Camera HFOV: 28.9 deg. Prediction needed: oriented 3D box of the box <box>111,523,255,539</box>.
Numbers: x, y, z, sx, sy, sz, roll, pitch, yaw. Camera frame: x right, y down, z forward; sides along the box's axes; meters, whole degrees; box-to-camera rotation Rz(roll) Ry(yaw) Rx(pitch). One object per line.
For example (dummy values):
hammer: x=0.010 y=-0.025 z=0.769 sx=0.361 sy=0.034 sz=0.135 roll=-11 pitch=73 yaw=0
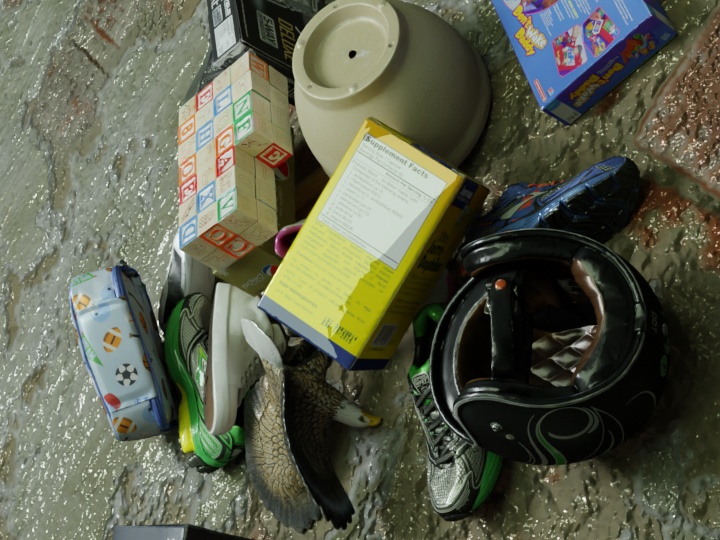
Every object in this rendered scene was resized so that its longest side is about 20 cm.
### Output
box: x=-0.138 y=0.351 z=1.309 sx=0.117 sy=0.199 sz=0.199 roll=-8 pitch=67 yaw=43

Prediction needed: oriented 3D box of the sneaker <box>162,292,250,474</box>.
sneaker: x=-0.157 y=0.115 z=1.528 sx=0.085 sy=0.078 sz=0.202 roll=-27 pitch=64 yaw=27

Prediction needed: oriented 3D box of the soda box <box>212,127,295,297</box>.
soda box: x=-0.114 y=-0.078 z=1.506 sx=0.067 sy=0.064 sz=0.201 roll=-31 pitch=45 yaw=33

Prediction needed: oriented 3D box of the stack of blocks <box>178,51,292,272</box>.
stack of blocks: x=-0.130 y=-0.114 z=1.446 sx=0.115 sy=0.058 sz=0.201 roll=-33 pitch=44 yaw=30

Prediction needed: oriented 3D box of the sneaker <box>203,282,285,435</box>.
sneaker: x=-0.118 y=0.090 z=1.457 sx=0.201 sy=0.084 sz=0.073 roll=-89 pitch=13 yaw=-47

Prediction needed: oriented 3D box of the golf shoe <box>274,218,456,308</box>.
golf shoe: x=0.000 y=0.000 z=1.372 sx=0.199 sy=0.091 sz=0.076 roll=21 pitch=102 yaw=34

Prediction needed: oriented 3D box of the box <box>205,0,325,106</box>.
box: x=-0.103 y=-0.288 z=1.567 sx=0.050 sy=0.157 sz=0.202 roll=-33 pitch=52 yaw=32

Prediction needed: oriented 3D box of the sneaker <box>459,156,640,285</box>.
sneaker: x=0.163 y=-0.054 z=1.263 sx=0.199 sy=0.075 sz=0.079 roll=-30 pitch=51 yaw=32

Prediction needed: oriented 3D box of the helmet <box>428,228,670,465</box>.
helmet: x=0.151 y=0.067 z=1.139 sx=0.198 sy=0.191 sz=0.202 roll=-3 pitch=69 yaw=7

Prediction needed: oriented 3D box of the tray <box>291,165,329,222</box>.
tray: x=-0.028 y=-0.061 z=1.487 sx=0.199 sy=0.037 sz=0.099 roll=-34 pitch=52 yaw=30

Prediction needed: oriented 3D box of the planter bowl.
planter bowl: x=0.014 y=-0.189 z=1.387 sx=0.198 sy=0.135 sz=0.202 roll=-13 pitch=59 yaw=23

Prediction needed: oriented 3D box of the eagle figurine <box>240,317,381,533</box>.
eagle figurine: x=-0.054 y=0.147 z=1.364 sx=0.150 sy=0.152 sz=0.202 roll=9 pitch=74 yaw=26

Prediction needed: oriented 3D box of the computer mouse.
computer mouse: x=-0.184 y=-0.019 z=1.601 sx=0.043 sy=0.110 sz=0.202 roll=13 pitch=95 yaw=20

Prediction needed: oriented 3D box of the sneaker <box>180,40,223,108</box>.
sneaker: x=-0.136 y=-0.244 z=1.646 sx=0.114 sy=0.076 sz=0.201 roll=29 pitch=98 yaw=46

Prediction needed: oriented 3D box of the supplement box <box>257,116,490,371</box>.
supplement box: x=0.014 y=-0.021 z=1.275 sx=0.108 sy=0.109 sz=0.201 roll=33 pitch=97 yaw=16

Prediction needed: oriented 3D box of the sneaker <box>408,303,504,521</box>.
sneaker: x=0.074 y=0.126 z=1.258 sx=0.078 sy=0.085 sz=0.202 roll=-23 pitch=59 yaw=38

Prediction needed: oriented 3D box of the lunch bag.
lunch bag: x=-0.257 y=0.087 z=1.548 sx=0.075 sy=0.160 sz=0.202 roll=-16 pitch=85 yaw=1

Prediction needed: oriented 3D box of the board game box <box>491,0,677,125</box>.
board game box: x=0.200 y=-0.257 z=1.326 sx=0.134 sy=0.045 sz=0.201 roll=-39 pitch=50 yaw=28
